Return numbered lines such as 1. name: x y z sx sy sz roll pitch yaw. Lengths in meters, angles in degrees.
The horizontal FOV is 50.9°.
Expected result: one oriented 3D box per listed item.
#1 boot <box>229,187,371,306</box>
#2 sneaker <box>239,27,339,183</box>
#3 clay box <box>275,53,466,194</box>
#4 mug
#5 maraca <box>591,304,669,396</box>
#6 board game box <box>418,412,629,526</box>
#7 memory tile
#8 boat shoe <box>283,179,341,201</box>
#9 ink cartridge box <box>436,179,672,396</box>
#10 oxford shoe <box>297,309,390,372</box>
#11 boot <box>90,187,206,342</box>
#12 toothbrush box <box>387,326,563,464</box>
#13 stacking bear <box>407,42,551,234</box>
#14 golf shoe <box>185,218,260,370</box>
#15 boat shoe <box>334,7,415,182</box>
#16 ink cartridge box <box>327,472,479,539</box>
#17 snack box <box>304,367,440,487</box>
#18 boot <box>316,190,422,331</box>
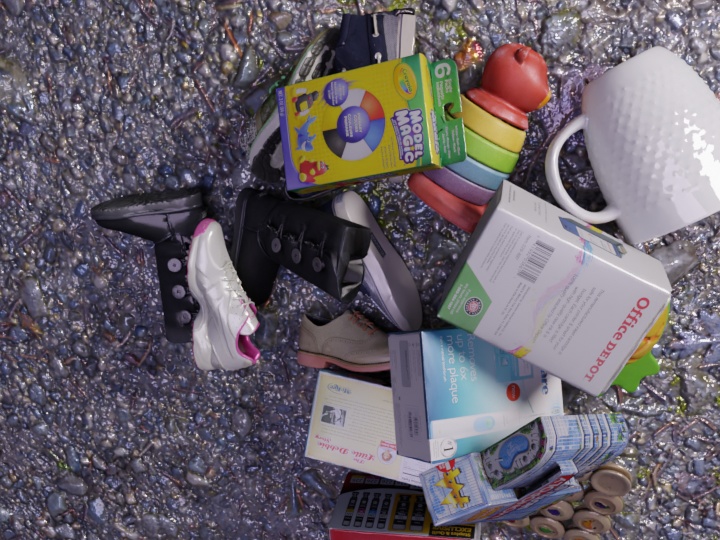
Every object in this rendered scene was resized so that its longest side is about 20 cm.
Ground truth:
1. boot: -0.077 -0.003 0.942 0.198 0.065 0.168 20 120 35
2. sneaker: -0.091 -0.212 0.920 0.088 0.077 0.202 38 97 37
3. clay box: 0.010 -0.156 0.812 0.197 0.047 0.117 -8 88 23
4. mug: 0.296 -0.128 0.816 0.198 0.148 0.178 -26 89 1
5. maraca: 0.304 0.067 0.914 0.135 0.107 0.203 -7 117 7
6. board game box: 0.175 0.230 0.851 0.200 0.197 0.062 -45 53 40
7. memory tile: 0.264 0.302 1.002 0.151 0.017 0.202 16 134 13
8. boat shoe: -0.009 -0.138 0.934 0.198 0.057 0.069 -28 102 18
9. ink cartridge box: 0.202 0.020 0.806 0.198 0.088 0.147 27 118 1
10. oxford shoe: -0.002 0.090 0.988 0.197 0.070 0.075 -1 93 28
11. boot: -0.269 -0.001 1.031 0.162 0.066 0.203 -3 112 15
12. toothbrush box: 0.141 0.139 0.908 0.197 0.085 0.149 -2 86 -28
13. stacking bear: 0.146 -0.161 0.868 0.113 0.121 0.202 32 109 9
14. golf shoe: -0.169 0.034 0.959 0.090 0.075 0.204 6 112 15
15. boat shoe: 0.014 -0.202 0.871 0.091 0.075 0.204 3 79 4
16. ink cartridge box: 0.061 0.364 1.028 0.196 0.176 0.085 0 109 11
17. snack box: 0.032 0.206 0.987 0.196 0.037 0.118 12 94 11
18. boot: 0.000 0.000 0.983 0.089 0.073 0.202 -24 100 33
